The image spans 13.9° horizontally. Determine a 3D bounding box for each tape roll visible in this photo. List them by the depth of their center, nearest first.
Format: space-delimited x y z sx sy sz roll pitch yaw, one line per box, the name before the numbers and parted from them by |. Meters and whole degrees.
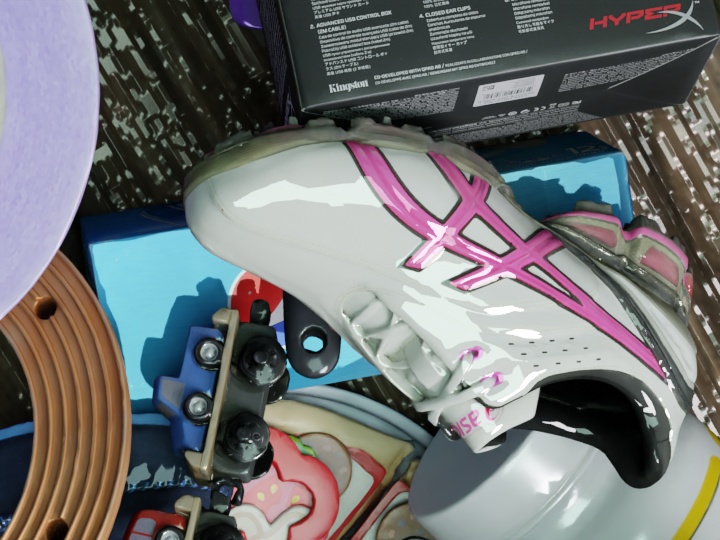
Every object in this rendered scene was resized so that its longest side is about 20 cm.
tape roll | -0.188 -0.062 0.989 0.199 0.085 0.201 -1 98 -9

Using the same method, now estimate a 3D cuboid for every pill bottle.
pill bottle | 0.116 0.122 1.109 0.200 0.112 0.113 43 92 -15

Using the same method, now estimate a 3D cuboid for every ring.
ring | -0.173 0.067 1.047 0.199 0.019 0.202 -6 66 14

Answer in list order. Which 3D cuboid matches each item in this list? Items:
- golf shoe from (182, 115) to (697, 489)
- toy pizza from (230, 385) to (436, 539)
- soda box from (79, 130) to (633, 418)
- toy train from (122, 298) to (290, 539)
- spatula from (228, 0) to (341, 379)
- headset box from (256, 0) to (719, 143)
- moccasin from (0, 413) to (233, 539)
golf shoe | 0.032 0.011 0.997 0.199 0.073 0.093 18 54 -24
toy pizza | -0.035 0.142 1.131 0.199 0.032 0.202 -2 100 -9
soda box | 0.000 0.000 1.094 0.199 0.064 0.068 -10 101 -7
toy train | -0.063 0.104 1.016 0.045 0.034 0.201 11 74 5
spatula | -0.020 -0.056 1.059 0.056 0.021 0.201 0 65 -4
headset box | 0.028 -0.150 1.036 0.148 0.075 0.201 -11 76 -7
moccasin | -0.138 0.106 1.074 0.199 0.081 0.069 -16 59 11
